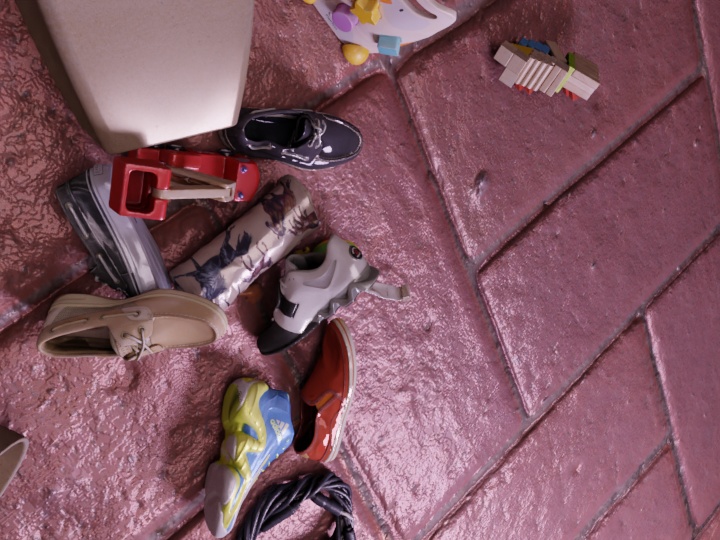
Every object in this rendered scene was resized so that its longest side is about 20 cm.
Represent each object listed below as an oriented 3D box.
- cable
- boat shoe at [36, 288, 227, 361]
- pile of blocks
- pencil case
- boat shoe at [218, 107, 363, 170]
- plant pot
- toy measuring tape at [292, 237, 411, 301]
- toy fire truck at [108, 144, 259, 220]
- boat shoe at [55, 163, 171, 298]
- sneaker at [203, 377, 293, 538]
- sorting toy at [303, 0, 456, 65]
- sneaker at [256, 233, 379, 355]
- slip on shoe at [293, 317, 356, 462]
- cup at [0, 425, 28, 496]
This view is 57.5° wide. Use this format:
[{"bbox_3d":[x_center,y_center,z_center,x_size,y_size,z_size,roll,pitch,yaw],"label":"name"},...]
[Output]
[{"bbox_3d":[-0.089,0.373,0.921,0.196,0.050,0.168,-6,103,-31],"label":"cable"},{"bbox_3d":[-0.238,0.066,0.690,0.194,0.066,0.073,2,132,3],"label":"boat shoe"},{"bbox_3d":[0.278,-0.306,1.011,0.195,0.084,0.063,7,141,-24],"label":"pile of blocks"},{"bbox_3d":[-0.138,-0.023,0.781,0.199,0.089,0.078,-43,92,-14],"label":"pencil case"},{"bbox_3d":[-0.073,-0.161,0.805,0.196,0.062,0.075,1,100,-33],"label":"boat shoe"},{"bbox_3d":[-0.215,-0.228,0.635,0.196,0.199,0.181,-20,123,-27],"label":"plant pot"},{"bbox_3d":[0.000,0.000,0.878,0.196,0.073,0.075,14,93,-29],"label":"toy measuring tape"},{"bbox_3d":[-0.178,-0.095,0.689,0.197,0.140,0.050,-2,111,-42],"label":"toy fire truck"},{"bbox_3d":[-0.264,-0.016,0.719,0.069,0.072,0.204,-17,116,-2],"label":"boat shoe"},{"bbox_3d":[-0.135,0.244,0.848,0.103,0.075,0.205,11,94,-34],"label":"sneaker"},{"bbox_3d":[0.026,-0.329,0.762,0.108,0.179,0.200,-51,121,-12],"label":"sorting toy"},{"bbox_3d":[-0.073,0.027,0.810,0.199,0.074,0.089,-39,102,25],"label":"sneaker"},{"bbox_3d":[-0.050,0.164,0.891,0.060,0.074,0.205,6,102,-30],"label":"slip on shoe"},{"bbox_3d":[-0.431,0.202,0.598,0.142,0.200,0.202,35,81,-6],"label":"cup"}]
